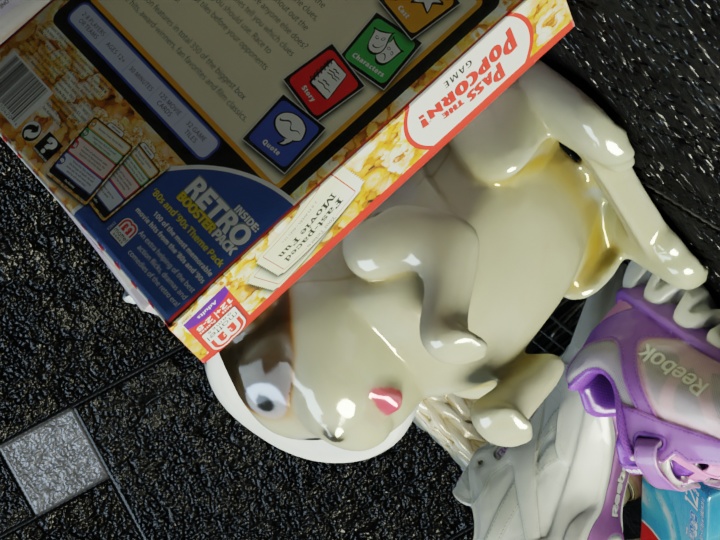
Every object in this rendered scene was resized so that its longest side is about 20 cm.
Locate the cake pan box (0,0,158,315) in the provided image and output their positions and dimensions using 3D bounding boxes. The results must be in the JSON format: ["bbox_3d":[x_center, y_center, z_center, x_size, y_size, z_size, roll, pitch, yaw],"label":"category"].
[{"bbox_3d":[-0.068,-0.109,0.945,0.184,0.200,0.052,53,-174,9],"label":"cake pan box"}]

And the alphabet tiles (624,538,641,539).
[{"bbox_3d":[0.135,0.172,1.320,0.167,0.200,0.008,5,-102,-51],"label":"alphabet tiles"}]

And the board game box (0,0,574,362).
[{"bbox_3d":[-0.039,-0.086,0.849,0.152,0.200,0.046,47,177,26],"label":"board game box"}]

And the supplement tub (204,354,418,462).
[{"bbox_3d":[0.000,0.000,1.204,0.122,0.200,0.123,13,135,14],"label":"supplement tub"}]

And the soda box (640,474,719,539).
[{"bbox_3d":[0.189,0.152,1.109,0.064,0.068,0.200,-126,22,-44],"label":"soda box"}]

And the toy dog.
[{"bbox_3d":[0.022,-0.004,0.978,0.194,0.200,0.140,45,175,35],"label":"toy dog"}]

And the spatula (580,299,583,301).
[{"bbox_3d":[0.065,-0.045,1.323,0.200,0.021,0.057,37,170,14],"label":"spatula"}]

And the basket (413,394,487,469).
[{"bbox_3d":[0.093,0.071,1.411,0.200,0.123,0.136,44,177,-7],"label":"basket"}]

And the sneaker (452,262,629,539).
[{"bbox_3d":[0.098,0.088,1.106,0.099,0.200,0.075,9,166,32],"label":"sneaker"}]

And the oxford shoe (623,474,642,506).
[{"bbox_3d":[0.115,0.129,1.247,0.071,0.074,0.200,48,168,13],"label":"oxford shoe"}]

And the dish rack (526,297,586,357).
[{"bbox_3d":[0.153,0.065,1.219,0.200,0.055,0.153,42,168,31],"label":"dish rack"}]

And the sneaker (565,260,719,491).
[{"bbox_3d":[0.168,0.074,0.994,0.200,0.088,0.081,42,172,46],"label":"sneaker"}]

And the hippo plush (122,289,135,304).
[{"bbox_3d":[-0.059,-0.114,1.135,0.159,0.200,0.161,-108,1,-51],"label":"hippo plush"}]
